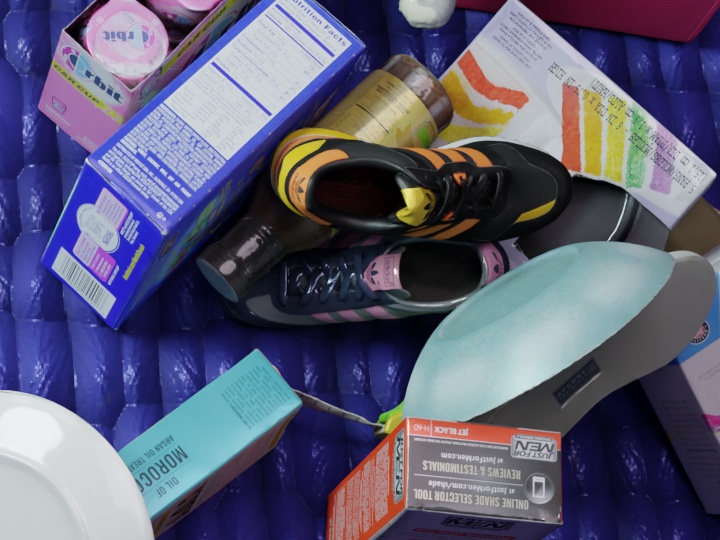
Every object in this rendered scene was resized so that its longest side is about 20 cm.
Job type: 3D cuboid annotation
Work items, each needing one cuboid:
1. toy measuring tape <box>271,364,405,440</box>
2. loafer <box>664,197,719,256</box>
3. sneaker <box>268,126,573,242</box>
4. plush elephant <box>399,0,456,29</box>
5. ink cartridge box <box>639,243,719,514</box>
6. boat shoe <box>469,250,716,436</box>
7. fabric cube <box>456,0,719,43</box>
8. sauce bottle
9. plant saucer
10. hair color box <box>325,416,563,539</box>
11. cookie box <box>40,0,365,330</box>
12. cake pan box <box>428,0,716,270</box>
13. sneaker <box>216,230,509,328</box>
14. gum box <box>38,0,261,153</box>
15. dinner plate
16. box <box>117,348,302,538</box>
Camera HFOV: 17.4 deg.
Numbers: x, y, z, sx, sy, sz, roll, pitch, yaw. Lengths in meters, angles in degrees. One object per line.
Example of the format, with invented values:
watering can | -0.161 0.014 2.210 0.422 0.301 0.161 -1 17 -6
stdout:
toy measuring tape | 0.031 0.081 1.573 0.200 0.074 0.074 23 63 -10
loafer | 0.223 -0.026 1.683 0.200 0.067 0.076 28 62 -3
sneaker | 0.045 -0.046 1.495 0.200 0.090 0.070 4 106 -12
plush elephant | 0.007 -0.288 1.636 0.155 0.200 0.165 9 44 -17
ink cartridge box | 0.271 0.091 1.625 0.115 0.068 0.200 -31 99 -23
boat shoe | 0.140 0.048 1.533 0.201 0.071 0.070 -38 122 -11
fabric cube | 0.180 -0.304 1.719 0.199 0.200 0.197 7 66 -11
sauce bottle | -0.025 -0.059 1.564 0.200 0.065 0.065 -43 84 -14
plant saucer | 0.102 0.029 1.476 0.201 0.201 0.039 -38 102 -27
hair color box | 0.049 0.151 1.478 0.101 0.200 0.061 7 69 -14
cookie box | -0.105 -0.076 1.551 0.075 0.171 0.200 43 62 3
cake pan box | 0.120 -0.057 1.632 0.200 0.052 0.184 43 94 5
sneaker | 0.000 0.000 1.572 0.200 0.082 0.070 -7 88 2
gum box | -0.127 -0.179 1.620 0.066 0.114 0.200 40 62 3
dinner plate | -0.218 0.173 1.417 0.200 0.024 0.201 1 93 20
box | -0.132 0.136 1.500 0.200 0.082 0.049 -36 80 -27
